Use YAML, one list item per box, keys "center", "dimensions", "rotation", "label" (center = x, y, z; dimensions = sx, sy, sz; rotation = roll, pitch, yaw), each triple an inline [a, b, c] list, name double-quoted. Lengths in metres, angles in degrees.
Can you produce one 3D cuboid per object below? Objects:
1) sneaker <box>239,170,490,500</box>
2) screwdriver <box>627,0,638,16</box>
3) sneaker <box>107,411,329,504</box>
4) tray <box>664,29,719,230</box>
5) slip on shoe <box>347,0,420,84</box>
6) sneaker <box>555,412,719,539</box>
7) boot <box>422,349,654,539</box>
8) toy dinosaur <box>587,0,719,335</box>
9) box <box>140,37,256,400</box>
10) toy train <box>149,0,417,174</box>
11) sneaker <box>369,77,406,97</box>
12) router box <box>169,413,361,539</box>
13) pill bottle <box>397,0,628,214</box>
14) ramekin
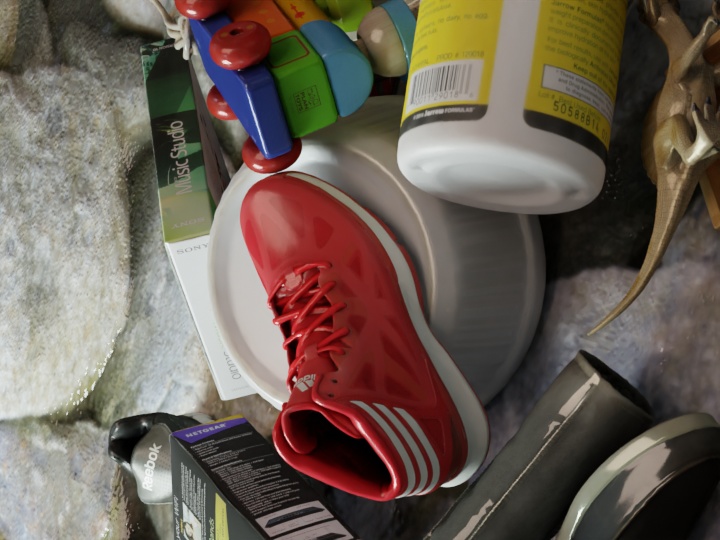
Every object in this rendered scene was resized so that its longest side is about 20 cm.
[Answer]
- center: [-0.017, 0.032, 1.099]
  dimensions: [0.078, 0.115, 0.200]
  rotation: [-46, 73, 26]
  label: "sneaker"
- center: [0.159, -0.153, 1.159]
  dimensions: [0.029, 0.028, 0.201]
  rotation: [39, 115, 18]
  label: "screwdriver"
- center: [-0.102, 0.135, 1.365]
  dimensions: [0.200, 0.090, 0.067]
  rotation: [19, 97, 52]
  label: "sneaker"
- center: [0.243, -0.110, 1.033]
  dimensions: [0.200, 0.037, 0.099]
  rotation: [-39, 52, 39]
  label: "tray"
- center: [0.068, -0.150, 1.227]
  dimensions: [0.199, 0.076, 0.061]
  rotation: [-29, 77, 23]
  label: "slip on shoe"
- center: [0.147, 0.172, 1.063]
  dimensions: [0.106, 0.074, 0.201]
  rotation: [53, 128, 36]
  label: "sneaker"
- center: [0.078, 0.135, 1.134]
  dimensions: [0.072, 0.182, 0.201]
  rotation: [33, 91, 6]
  label: "boot"
- center: [0.167, -0.066, 1.061]
  dimensions: [0.101, 0.058, 0.201]
  rotation: [152, 128, -63]
  label: "toy dinosaur"
- center: [-0.102, -0.036, 1.354]
  dimensions: [0.201, 0.036, 0.145]
  rotation: [-105, -1, -47]
  label: "box"
- center: [-0.044, -0.144, 1.200]
  dimensions: [0.200, 0.115, 0.085]
  rotation: [-125, 16, -54]
  label: "toy train"
- center: [-0.017, -0.066, 1.314]
  dimensions: [0.077, 0.085, 0.201]
  rotation: [-9, 73, 52]
  label: "sneaker"
- center: [-0.058, 0.212, 1.256]
  dimensions: [0.157, 0.052, 0.201]
  rotation: [40, 137, 51]
  label: "router box"
- center: [0.087, -0.140, 1.108]
  dimensions: [0.111, 0.111, 0.201]
  rotation: [-8, 68, 51]
  label: "pill bottle"
- center: [0.000, 0.000, 1.210]
  dimensions: [0.201, 0.094, 0.204]
  rotation: [3, 96, 32]
  label: "ramekin"
